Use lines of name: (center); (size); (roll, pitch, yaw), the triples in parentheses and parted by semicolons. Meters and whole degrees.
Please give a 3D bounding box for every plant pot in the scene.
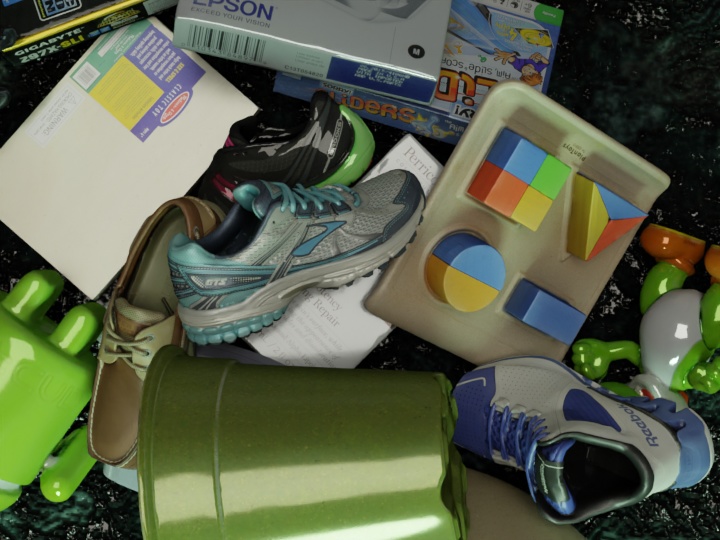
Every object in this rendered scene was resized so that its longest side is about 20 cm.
plant pot: (0.066, 0.222, 1.113); (0.200, 0.200, 0.135); (-34, 70, -3)
plant pot: (-0.028, 0.139, 1.011); (0.189, 0.200, 0.201); (-6, 88, 9)

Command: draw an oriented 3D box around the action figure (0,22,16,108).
action figure: (-0.343, -0.193, 1.125); (0.200, 0.102, 0.119); (40, 124, 24)

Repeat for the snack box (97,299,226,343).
snack box: (-0.120, 0.091, 1.183); (0.072, 0.024, 0.200); (-43, 89, -3)

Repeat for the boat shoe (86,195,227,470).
boat shoe: (-0.153, 0.039, 1.082); (0.075, 0.074, 0.201); (15, 85, 20)

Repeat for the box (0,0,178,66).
box: (-0.229, -0.277, 1.173); (0.159, 0.049, 0.201); (-20, 80, 0)

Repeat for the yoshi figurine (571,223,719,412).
yoshi figurine: (0.219, 0.069, 1.153); (0.111, 0.112, 0.201); (19, 94, -5)

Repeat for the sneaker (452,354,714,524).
sneaker: (0.136, 0.119, 1.078); (0.199, 0.115, 0.081); (11, 107, 35)

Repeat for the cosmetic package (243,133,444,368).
cosmetic package: (0.000, 0.000, 1.168); (0.102, 0.074, 0.200); (44, 88, 0)

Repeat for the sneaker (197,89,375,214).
sneaker: (-0.085, -0.068, 1.150); (0.200, 0.077, 0.084); (-32, 104, 11)

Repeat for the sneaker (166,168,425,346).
sneaker: (-0.042, -0.028, 1.052); (0.200, 0.078, 0.087); (-31, 118, -21)

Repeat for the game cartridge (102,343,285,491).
game cartridge: (-0.092, 0.126, 1.136); (0.199, 0.040, 0.134); (19, 108, 13)

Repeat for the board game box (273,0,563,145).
board game box: (0.047, -0.168, 1.167); (0.199, 0.035, 0.136); (16, 58, -1)

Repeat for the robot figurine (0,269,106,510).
robot figurine: (-0.271, 0.095, 1.130); (0.175, 0.116, 0.200); (35, 91, -2)

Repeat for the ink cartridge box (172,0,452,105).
ink cartridge box: (-0.026, -0.232, 1.143); (0.199, 0.041, 0.201); (12, 58, -5)

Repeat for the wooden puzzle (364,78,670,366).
wooden puzzle: (0.124, -0.017, 1.127); (0.185, 0.046, 0.200); (26, 100, -34)

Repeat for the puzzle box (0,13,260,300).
puzzle box: (-0.190, -0.093, 1.189); (0.133, 0.025, 0.200); (41, 87, 1)
